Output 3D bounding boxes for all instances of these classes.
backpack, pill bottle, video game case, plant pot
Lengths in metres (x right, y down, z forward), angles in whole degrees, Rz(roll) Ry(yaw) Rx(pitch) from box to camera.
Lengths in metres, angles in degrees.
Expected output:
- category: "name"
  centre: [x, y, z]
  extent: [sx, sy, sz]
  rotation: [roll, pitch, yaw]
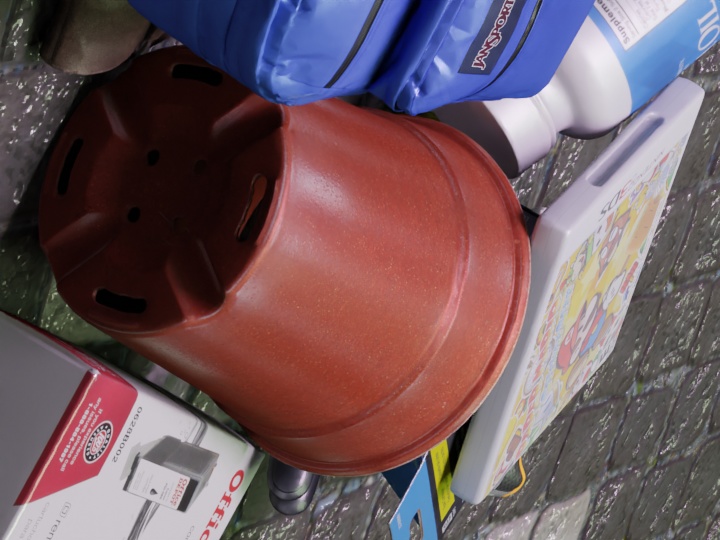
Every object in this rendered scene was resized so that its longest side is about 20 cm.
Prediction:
- category: "backpack"
  centre: [0.007, -0.155, 1.302]
  extent: [0.200, 0.168, 0.163]
  rotation: [-7, 124, -53]
- category: "pill bottle"
  centre: [0.132, -0.143, 1.599]
  extent: [0.200, 0.112, 0.112]
  rotation: [-40, 147, -14]
- category: "video game case"
  centre: [0.121, 0.011, 1.611]
  extent: [0.182, 0.023, 0.200]
  rotation: [-43, 156, -48]
- category: "plant pot"
  centre: [-0.047, -0.013, 1.462]
  extent: [0.195, 0.201, 0.201]
  rotation: [27, 91, -55]

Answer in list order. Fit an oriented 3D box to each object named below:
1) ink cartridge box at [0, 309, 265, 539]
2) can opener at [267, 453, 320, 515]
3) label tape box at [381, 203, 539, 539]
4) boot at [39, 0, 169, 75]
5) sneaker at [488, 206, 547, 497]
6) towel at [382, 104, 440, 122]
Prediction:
- category: "ink cartridge box"
  centre: [-0.152, 0.119, 1.503]
  extent: [0.147, 0.083, 0.200]
  rotation: [-62, 152, -2]
- category: "can opener"
  centre: [-0.022, 0.038, 1.597]
  extent: [0.063, 0.079, 0.200]
  rotation: [58, 39, -70]
- category: "label tape box"
  centre: [0.047, 0.073, 1.643]
  extent: [0.200, 0.063, 0.144]
  rotation: [-55, 163, -19]
- category: "boot"
  centre: [-0.074, -0.192, 1.396]
  extent: [0.200, 0.072, 0.166]
  rotation: [-33, 153, -45]
- category: "sneaker"
  centre: [0.085, 0.051, 1.792]
  extent: [0.077, 0.078, 0.200]
  rotation: [34, 62, -25]
- category: "towel"
  centre: [0.000, 0.000, 1.651]
  extent: [0.018, 0.086, 0.200]
  rotation: [26, 93, -43]
